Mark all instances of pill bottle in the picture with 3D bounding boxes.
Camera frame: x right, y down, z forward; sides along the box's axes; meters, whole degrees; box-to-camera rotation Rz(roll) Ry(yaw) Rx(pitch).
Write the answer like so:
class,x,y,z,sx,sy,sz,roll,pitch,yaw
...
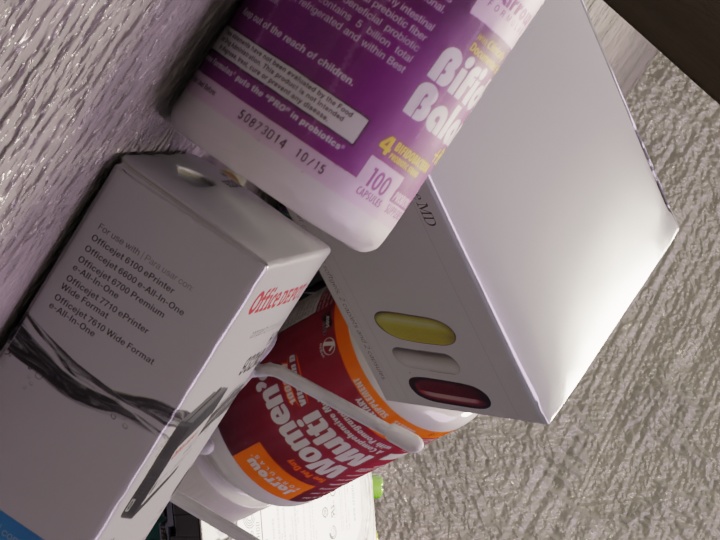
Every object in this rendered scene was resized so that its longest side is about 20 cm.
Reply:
class,x,y,z,sx,sy,sz,roll,pitch,yaw
pill bottle,-0.026,0.075,1.510,0.200,0.110,0.110,-30,-168,38
pill bottle,0.015,-0.117,1.112,0.200,0.112,0.112,-57,173,2

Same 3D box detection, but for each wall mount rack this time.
class,x,y,z,sx,sy,sz,roll,pitch,yaw
wall mount rack,-0.075,0.106,1.386,0.174,0.075,0.200,-7,-151,39

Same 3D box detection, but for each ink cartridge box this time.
class,x,y,z,sx,sy,sz,roll,pitch,yaw
ink cartridge box,-0.110,0.053,1.150,0.200,0.084,0.145,-57,173,8

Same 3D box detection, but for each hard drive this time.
class,x,y,z,sx,sy,sz,roll,pitch,yaw
hard drive,-0.057,0.156,1.665,0.200,0.038,0.140,-1,87,-56

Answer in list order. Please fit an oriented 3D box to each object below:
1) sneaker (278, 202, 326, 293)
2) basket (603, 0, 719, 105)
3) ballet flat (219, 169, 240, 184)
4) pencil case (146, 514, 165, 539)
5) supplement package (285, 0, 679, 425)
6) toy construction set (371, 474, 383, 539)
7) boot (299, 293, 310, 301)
class,x,y,z,sx,sy,sz,roll,pitch,yaw
sneaker,-0.027,-0.044,1.466,0.200,0.087,0.075,-37,-128,54
basket,0.187,-0.213,1.511,0.180,0.200,0.136,-61,171,32
ballet flat,-0.069,0.007,1.314,0.069,0.063,0.200,-52,172,-18
pencil case,-0.096,0.160,1.760,0.092,0.085,0.200,-31,180,14
supplement package,0.057,-0.048,1.318,0.156,0.111,0.200,-53,131,-33
toy construction set,-0.032,0.133,1.933,0.131,0.092,0.200,126,-24,-54
boot,-0.002,-0.001,1.673,0.211,0.079,0.158,-47,169,14
